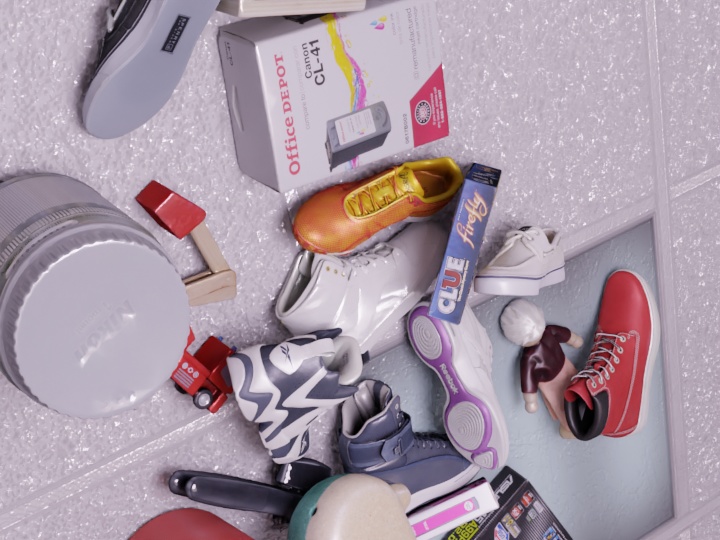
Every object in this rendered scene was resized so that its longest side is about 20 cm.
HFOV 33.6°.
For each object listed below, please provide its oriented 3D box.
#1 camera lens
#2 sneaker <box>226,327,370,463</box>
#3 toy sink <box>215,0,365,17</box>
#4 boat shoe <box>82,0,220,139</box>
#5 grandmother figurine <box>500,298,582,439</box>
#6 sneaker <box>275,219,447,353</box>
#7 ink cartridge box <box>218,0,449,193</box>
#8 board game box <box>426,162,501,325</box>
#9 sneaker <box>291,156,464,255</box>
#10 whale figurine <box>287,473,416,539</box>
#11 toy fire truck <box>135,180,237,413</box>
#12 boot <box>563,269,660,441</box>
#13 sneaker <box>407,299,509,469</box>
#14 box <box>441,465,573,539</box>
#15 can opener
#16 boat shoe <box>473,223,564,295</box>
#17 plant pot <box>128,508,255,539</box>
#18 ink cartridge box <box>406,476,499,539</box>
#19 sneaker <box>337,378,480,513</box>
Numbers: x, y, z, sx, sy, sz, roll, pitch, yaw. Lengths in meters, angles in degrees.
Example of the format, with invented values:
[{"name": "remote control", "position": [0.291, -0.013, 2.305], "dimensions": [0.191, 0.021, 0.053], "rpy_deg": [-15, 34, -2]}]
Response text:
[{"name": "camera lens", "position": [-0.243, 0.016, 0.982], "dimensions": [0.158, 0.199, 0.163], "rpy_deg": [-11, 113, -29]}, {"name": "sneaker", "position": [-0.044, 0.119, 1.172], "dimensions": [0.128, 0.080, 0.200], "rpy_deg": [-19, 143, 3]}, {"name": "toy sink", "position": [-0.069, -0.329, 1.027], "dimensions": [0.129, 0.112, 0.204], "rpy_deg": [-9, 112, -30]}, {"name": "boat shoe", "position": [-0.186, -0.206, 1.021], "dimensions": [0.073, 0.068, 0.201], "rpy_deg": [4, 129, -45]}, {"name": "grandmother figurine", "position": [0.222, 0.115, 1.417], "dimensions": [0.201, 0.060, 0.122], "rpy_deg": [57, 47, -31]}, {"name": "sneaker", "position": [0.000, 0.000, 1.216], "dimensions": [0.201, 0.073, 0.116], "rpy_deg": [-50, 123, -14]}, {"name": "ink cartridge box", "position": [-0.021, -0.176, 1.131], "dimensions": [0.198, 0.085, 0.150], "rpy_deg": [-22, 118, -27]}, {"name": "board game box", "position": [0.109, -0.033, 1.213], "dimensions": [0.034, 0.200, 0.138], "rpy_deg": [15, 101, 5]}, {"name": "sneaker", "position": [0.016, -0.074, 1.189], "dimensions": [0.198, 0.077, 0.074], "rpy_deg": [-24, 74, -32]}, {"name": "whale figurine", "position": [0.004, 0.292, 1.226], "dimensions": [0.200, 0.103, 0.161], "rpy_deg": [42, 59, -36]}, {"name": "toy fire truck", "position": [-0.165, 0.029, 1.132], "dimensions": [0.142, 0.049, 0.200], "rpy_deg": [-51, 127, -10]}, {"name": "boot", "position": [0.290, 0.097, 1.406], "dimensions": [0.143, 0.072, 0.204], "rpy_deg": [6, 87, -50]}, {"name": "sneaker", "position": [0.126, 0.117, 1.308], "dimensions": [0.099, 0.074, 0.203], "rpy_deg": [-26, 96, -49]}, {"name": "box", "position": [0.186, 0.365, 1.487], "dimensions": [0.160, 0.044, 0.201], "rpy_deg": [-46, 125, -12]}, {"name": "can opener", "position": [-0.114, 0.228, 1.228], "dimensions": [0.198, 0.063, 0.080], "rpy_deg": [14, 76, -41]}, {"name": "boat shoe", "position": [0.177, -0.015, 1.297], "dimensions": [0.199, 0.070, 0.071], "rpy_deg": [-14, 106, -59]}, {"name": "plant pot", "position": [-0.153, 0.338, 1.170], "dimensions": [0.198, 0.177, 0.204], "rpy_deg": [-12, 114, -27]}, {"name": "ink cartridge box", "position": [0.058, 0.287, 1.325], "dimensions": [0.198, 0.095, 0.038], "rpy_deg": [-27, 83, 0]}, {"name": "sneaker", "position": [0.059, 0.179, 1.317], "dimensions": [0.200, 0.076, 0.149], "rpy_deg": [-23, 111, -36]}]
